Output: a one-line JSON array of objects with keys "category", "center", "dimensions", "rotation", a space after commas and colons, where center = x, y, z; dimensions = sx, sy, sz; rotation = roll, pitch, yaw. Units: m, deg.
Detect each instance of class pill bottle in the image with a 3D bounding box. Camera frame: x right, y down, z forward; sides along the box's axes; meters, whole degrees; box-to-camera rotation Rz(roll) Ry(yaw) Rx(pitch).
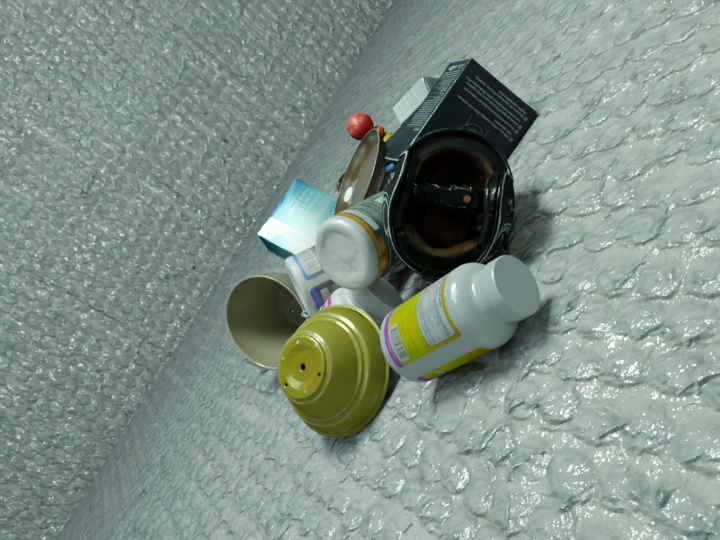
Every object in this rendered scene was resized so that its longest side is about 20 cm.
[{"category": "pill bottle", "center": [-0.026, 0.101, 1.130], "dimensions": [0.200, 0.113, 0.113], "rotation": [-50, 18, 19]}, {"category": "pill bottle", "center": [0.118, 0.058, 0.834], "dimensions": [0.200, 0.104, 0.105], "rotation": [-37, 25, 46]}, {"category": "pill bottle", "center": [0.033, -0.058, 1.077], "dimensions": [0.200, 0.117, 0.116], "rotation": [-32, -3, -42]}, {"category": "pill bottle", "center": [-0.020, -0.010, 1.201], "dimensions": [0.199, 0.114, 0.114], "rotation": [-25, 14, -10]}]

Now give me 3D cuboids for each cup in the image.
[{"category": "cup", "center": [-0.160, 0.087, 1.451], "dimensions": [0.200, 0.200, 0.143], "rotation": [-46, -7, 30]}]

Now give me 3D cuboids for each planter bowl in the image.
[{"category": "planter bowl", "center": [-0.061, 0.145, 1.023], "dimensions": [0.200, 0.083, 0.202], "rotation": [-8, 76, 37]}]

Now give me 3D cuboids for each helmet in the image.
[{"category": "helmet", "center": [0.121, -0.090, 0.956], "dimensions": [0.200, 0.200, 0.191], "rotation": [-49, 3, 21]}]

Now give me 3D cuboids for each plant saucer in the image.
[{"category": "plant saucer", "center": [0.003, -0.158, 1.262], "dimensions": [0.200, 0.032, 0.201], "rotation": [-161, 90, -75]}]

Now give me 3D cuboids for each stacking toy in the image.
[{"category": "stacking toy", "center": [0.056, -0.243, 1.395], "dimensions": [0.085, 0.200, 0.085], "rotation": [-48, 19, 22]}]

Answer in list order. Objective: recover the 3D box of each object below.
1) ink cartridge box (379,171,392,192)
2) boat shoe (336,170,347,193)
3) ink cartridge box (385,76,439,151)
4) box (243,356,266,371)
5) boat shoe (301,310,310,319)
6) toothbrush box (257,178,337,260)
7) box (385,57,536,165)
[{"category": "ink cartridge box", "center": [0.080, -0.119, 1.245], "dimensions": [0.068, 0.116, 0.200], "rotation": [-57, 16, 0]}, {"category": "boat shoe", "center": [0.022, -0.205, 1.566], "dimensions": [0.200, 0.072, 0.068], "rotation": [-27, -7, -32]}, {"category": "ink cartridge box", "center": [0.140, -0.289, 1.311], "dimensions": [0.173, 0.199, 0.044], "rotation": [-38, 68, 45]}, {"category": "box", "center": [-0.194, 0.127, 1.639], "dimensions": [0.117, 0.060, 0.201], "rotation": [-36, 25, 48]}, {"category": "boat shoe", "center": [-0.080, 0.067, 1.301], "dimensions": [0.073, 0.061, 0.201], "rotation": [-117, 32, -66]}, {"category": "toothbrush box", "center": [-0.081, -0.071, 1.396], "dimensions": [0.147, 0.199, 0.085], "rotation": [-57, -19, -13]}, {"category": "box", "center": [0.164, -0.223, 1.153], "dimensions": [0.200, 0.148, 0.107], "rotation": [-55, 16, 3]}]
